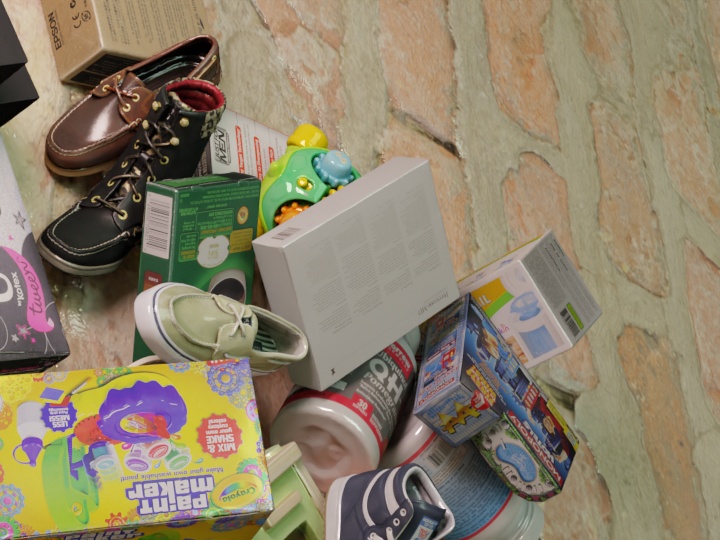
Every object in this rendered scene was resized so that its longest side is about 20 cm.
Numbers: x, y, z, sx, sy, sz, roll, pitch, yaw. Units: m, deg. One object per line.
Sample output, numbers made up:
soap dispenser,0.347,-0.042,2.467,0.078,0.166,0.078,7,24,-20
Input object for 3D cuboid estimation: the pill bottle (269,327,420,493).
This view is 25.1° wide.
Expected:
pill bottle,-0.007,0.118,1.608,0.111,0.110,0.200,49,37,-17

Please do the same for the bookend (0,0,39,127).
bookend,-0.335,-0.172,1.314,0.198,0.199,0.093,-19,83,-54

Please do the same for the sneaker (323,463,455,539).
sneaker,0.025,0.260,1.375,0.070,0.108,0.202,25,53,-44

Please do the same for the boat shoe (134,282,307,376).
boat shoe,-0.119,0.048,1.413,0.200,0.062,0.073,19,58,-58

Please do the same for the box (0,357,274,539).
box,-0.188,0.163,1.217,0.198,0.193,0.123,-3,66,-20

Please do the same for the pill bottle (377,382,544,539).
pill bottle,0.099,0.217,1.676,0.200,0.108,0.109,46,38,-22

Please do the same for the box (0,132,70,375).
box,-0.333,-0.002,1.276,0.132,0.114,0.201,-3,70,-52

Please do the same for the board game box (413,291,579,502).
board game box,0.126,0.139,1.614,0.201,0.062,0.200,53,20,-1

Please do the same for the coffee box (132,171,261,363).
coffee box,-0.150,0.016,1.469,0.123,0.044,0.202,-13,112,-53

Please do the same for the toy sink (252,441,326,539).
toy sink,-0.102,0.230,1.413,0.201,0.112,0.130,60,35,-3

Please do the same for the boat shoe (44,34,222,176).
boat shoe,-0.213,-0.161,1.516,0.070,0.071,0.200,42,58,17

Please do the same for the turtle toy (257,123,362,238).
turtle toy,-0.029,-0.043,1.612,0.200,0.101,0.146,47,67,-38

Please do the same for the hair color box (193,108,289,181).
hair color box,-0.101,-0.091,1.673,0.199,0.061,0.102,22,52,-43

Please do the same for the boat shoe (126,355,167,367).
boat shoe,-0.198,0.117,1.372,0.199,0.059,0.073,-4,105,-40

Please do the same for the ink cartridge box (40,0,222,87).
ink cartridge box,-0.239,-0.279,1.614,0.164,0.075,0.202,7,61,-51

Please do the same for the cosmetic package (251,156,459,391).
cosmetic package,0.000,0.000,1.541,0.199,0.051,0.152,-32,116,-35

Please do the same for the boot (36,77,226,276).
boot,-0.204,-0.088,1.454,0.073,0.154,0.203,35,29,12

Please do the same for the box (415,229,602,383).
box,0.142,0.058,1.757,0.113,0.199,0.101,57,34,-3
